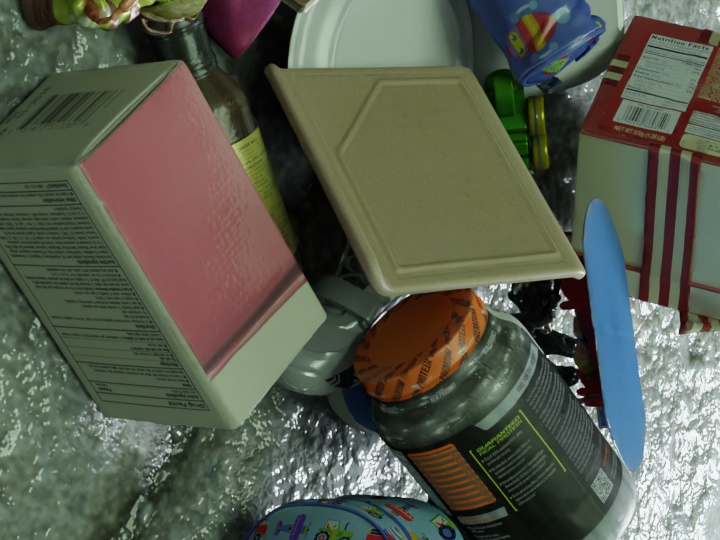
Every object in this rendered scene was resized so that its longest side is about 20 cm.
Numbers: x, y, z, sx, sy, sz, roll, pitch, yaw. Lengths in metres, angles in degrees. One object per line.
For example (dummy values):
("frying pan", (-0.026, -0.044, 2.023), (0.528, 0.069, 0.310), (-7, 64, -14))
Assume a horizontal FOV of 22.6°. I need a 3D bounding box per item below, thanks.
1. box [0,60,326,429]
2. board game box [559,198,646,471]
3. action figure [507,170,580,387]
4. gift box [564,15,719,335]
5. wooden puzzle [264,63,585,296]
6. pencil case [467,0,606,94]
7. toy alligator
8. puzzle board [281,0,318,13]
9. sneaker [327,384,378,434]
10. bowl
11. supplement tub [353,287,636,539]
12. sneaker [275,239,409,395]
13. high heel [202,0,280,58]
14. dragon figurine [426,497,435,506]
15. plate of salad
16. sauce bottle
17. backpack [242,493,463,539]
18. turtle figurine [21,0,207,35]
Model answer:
("box", (-0.132, -0.014, 1.099), (0.109, 0.128, 0.200), (-50, 125, -35))
("board game box", (0.169, 0.049, 1.321), (0.158, 0.039, 0.201), (12, 70, -71))
("action figure", (0.110, 0.013, 1.361), (0.119, 0.102, 0.200), (-82, 160, -45))
("gift box", (0.253, -0.065, 1.443), (0.200, 0.184, 0.187), (-55, 154, -37))
("wooden puzzle", (0.042, -0.061, 1.217), (0.199, 0.037, 0.185), (-2, 55, -40))
("pencil case", (0.105, -0.229, 1.307), (0.087, 0.078, 0.201), (-22, 79, -50))
("toy alligator", (0.115, -0.095, 1.397), (0.200, 0.059, 0.054), (77, 12, -53))
("puzzle board", (-0.037, -0.268, 1.200), (0.200, 0.150, 0.017), (-47, 166, -30))
("sneaker", (0.072, 0.102, 1.330), (0.200, 0.111, 0.077), (32, 68, -42))
("bowl", (0.141, -0.237, 1.428), (0.200, 0.074, 0.201), (-13, 101, -47))
("supplement tub", (0.089, 0.111, 1.222), (0.200, 0.122, 0.123), (53, 55, -24))
("sneaker", (0.000, 0.000, 1.257), (0.200, 0.075, 0.115), (-35, 138, -46))
("high heel", (-0.036, -0.222, 1.235), (0.200, 0.067, 0.096), (-31, 103, -37))
("dragon figurine", (0.021, 0.236, 1.287), (0.059, 0.099, 0.201), (36, 65, -41))
("plate of salad", (0.011, -0.147, 1.304), (0.200, 0.048, 0.201), (-12, 106, -47))
("sauce bottle", (-0.093, -0.079, 1.185), (0.065, 0.065, 0.201), (-34, 116, -41))
("backpack", (-0.021, 0.238, 1.183), (0.134, 0.182, 0.201), (30, 66, -49))
("turtle figurine", (-0.118, -0.180, 1.087), (0.200, 0.161, 0.065), (-45, 122, -37))
